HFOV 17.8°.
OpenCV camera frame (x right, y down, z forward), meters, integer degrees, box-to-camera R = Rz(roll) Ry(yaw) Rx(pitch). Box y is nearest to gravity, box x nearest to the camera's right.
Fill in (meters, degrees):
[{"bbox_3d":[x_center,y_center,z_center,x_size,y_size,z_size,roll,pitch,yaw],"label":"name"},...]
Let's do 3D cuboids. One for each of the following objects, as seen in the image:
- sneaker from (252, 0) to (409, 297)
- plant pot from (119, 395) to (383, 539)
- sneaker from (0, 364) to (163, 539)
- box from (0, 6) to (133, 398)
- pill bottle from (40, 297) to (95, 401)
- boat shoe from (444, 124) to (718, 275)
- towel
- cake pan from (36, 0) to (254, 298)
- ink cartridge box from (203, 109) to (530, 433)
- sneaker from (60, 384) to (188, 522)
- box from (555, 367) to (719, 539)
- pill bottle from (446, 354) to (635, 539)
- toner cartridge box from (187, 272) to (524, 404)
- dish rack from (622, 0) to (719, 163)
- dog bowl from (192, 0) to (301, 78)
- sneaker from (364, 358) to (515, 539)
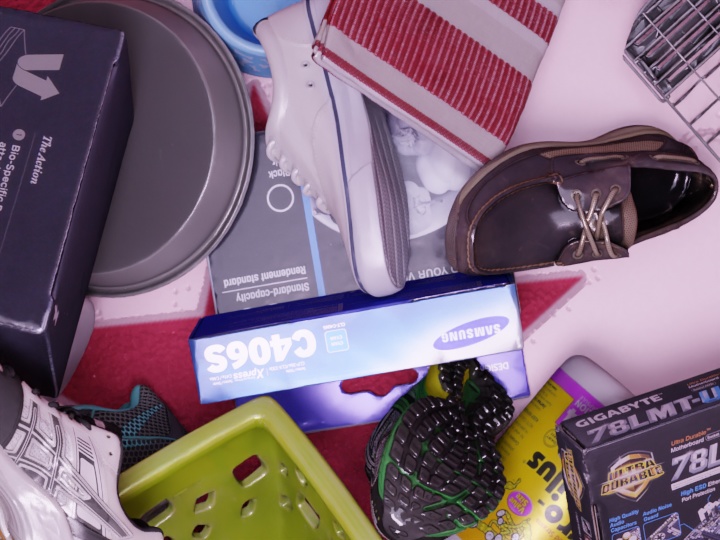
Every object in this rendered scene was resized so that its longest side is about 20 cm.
[{"bbox_3d":[-0.019,-0.073,1.414,0.070,0.073,0.201,-18,69,15],"label":"sneaker"},{"bbox_3d":[-0.075,0.232,1.376,0.198,0.182,0.200,-30,58,-13],"label":"plant pot"},{"bbox_3d":[-0.181,0.095,1.281,0.087,0.076,0.201,-33,109,-21],"label":"sneaker"},{"bbox_3d":[-0.252,-0.051,1.352,0.199,0.118,0.198,12,66,2],"label":"box"},{"bbox_3d":[-0.278,0.013,1.449,0.199,0.114,0.115,34,90,11],"label":"pill bottle"},{"bbox_3d":[0.140,-0.043,1.408,0.199,0.073,0.075,-22,117,-33],"label":"boat shoe"},{"bbox_3d":[0.059,-0.175,1.428,0.144,0.023,0.201,32,64,-20],"label":"towel"},{"bbox_3d":[-0.166,-0.083,1.465,0.199,0.037,0.202,0,90,18],"label":"cake pan"},{"bbox_3d":[0.000,0.000,1.478,0.197,0.043,0.201,-10,90,2],"label":"ink cartridge box"},{"bbox_3d":[-0.182,0.130,1.433,0.091,0.199,0.078,55,131,15],"label":"sneaker"},{"bbox_3d":[0.229,0.157,1.397,0.199,0.050,0.200,-18,113,-14],"label":"box"},{"bbox_3d":[0.111,0.158,1.437,0.104,0.104,0.200,39,91,3],"label":"pill bottle"},{"bbox_3d":[-0.002,0.038,1.409,0.199,0.095,0.043,-10,98,2],"label":"toner cartridge box"},{"bbox_3d":[0.271,-0.118,1.463,0.153,0.055,0.200,-41,85,0],"label":"dish rack"},{"bbox_3d":[-0.013,-0.177,1.478,0.198,0.050,0.112,7,89,2],"label":"dog bowl"},{"bbox_3d":[0.040,0.121,1.391,0.078,0.200,0.085,42,111,-2],"label":"sneaker"}]
